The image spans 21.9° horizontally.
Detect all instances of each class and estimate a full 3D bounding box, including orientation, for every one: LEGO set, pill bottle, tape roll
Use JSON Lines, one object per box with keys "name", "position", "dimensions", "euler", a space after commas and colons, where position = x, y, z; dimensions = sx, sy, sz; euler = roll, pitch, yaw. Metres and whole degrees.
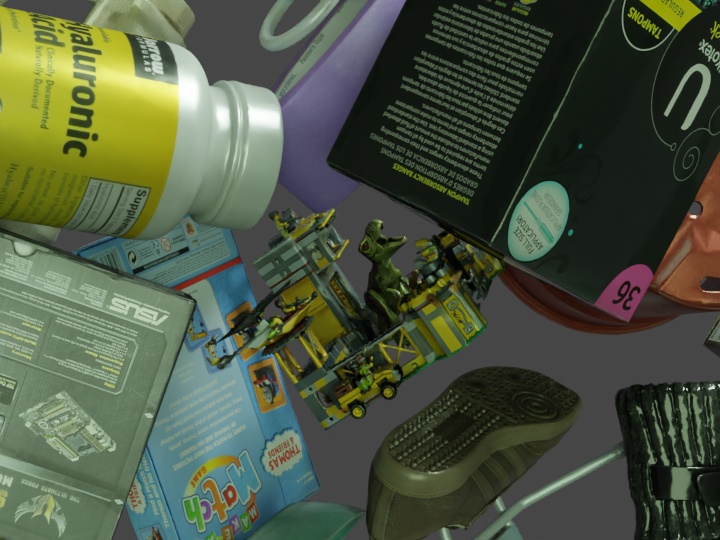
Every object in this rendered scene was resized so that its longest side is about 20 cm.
{"name": "LEGO set", "position": [0.000, 0.000, 1.123], "dimensions": [0.153, 0.200, 0.116], "euler": [-32, 98, 23]}
{"name": "pill bottle", "position": [-0.148, -0.076, 1.009], "dimensions": [0.199, 0.111, 0.112], "euler": [9, 90, -26]}
{"name": "tape roll", "position": [0.013, -0.131, 1.110], "dimensions": [0.066, 0.200, 0.200], "euler": [39, 84, -11]}

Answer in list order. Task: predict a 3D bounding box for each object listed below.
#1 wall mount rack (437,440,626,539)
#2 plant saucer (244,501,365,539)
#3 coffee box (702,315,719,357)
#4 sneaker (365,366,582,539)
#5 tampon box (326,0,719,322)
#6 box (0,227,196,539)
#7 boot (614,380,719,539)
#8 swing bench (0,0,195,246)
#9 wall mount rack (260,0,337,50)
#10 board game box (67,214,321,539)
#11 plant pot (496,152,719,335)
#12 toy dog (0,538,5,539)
{"name": "wall mount rack", "position": [0.138, 0.206, 1.216], "dimensions": [0.173, 0.074, 0.201], "euler": [-33, 100, -42]}
{"name": "plant saucer", "position": [-0.080, 0.201, 1.111], "dimensions": [0.200, 0.200, 0.036], "euler": [-43, 81, -7]}
{"name": "coffee box", "position": [0.315, 0.054, 1.176], "dimensions": [0.114, 0.200, 0.080], "euler": [35, 86, -10]}
{"name": "sneaker", "position": [0.065, 0.119, 1.170], "dimensions": [0.070, 0.199, 0.076], "euler": [33, 120, 28]}
{"name": "tampon box", "position": [0.108, -0.101, 0.977], "dimensions": [0.150, 0.126, 0.201], "euler": [24, 94, -50]}
{"name": "box", "position": [-0.208, 0.057, 1.022], "dimensions": [0.199, 0.048, 0.159], "euler": [19, 92, -8]}
{"name": "boot", "position": [0.262, 0.151, 1.227], "dimensions": [0.210, 0.079, 0.159], "euler": [7, 74, -32]}
{"name": "swing bench", "position": [-0.226, -0.120, 1.100], "dimensions": [0.199, 0.130, 0.200], "euler": [32, 85, -11]}
{"name": "wall mount rack", "position": [-0.027, -0.229, 1.112], "dimensions": [0.075, 0.173, 0.200], "euler": [45, 74, -28]}
{"name": "board game box", "position": [-0.104, 0.068, 1.129], "dimensions": [0.036, 0.151, 0.201], "euler": [-17, 96, 32]}
{"name": "plant pot", "position": [0.187, -0.053, 1.150], "dimensions": [0.199, 0.195, 0.202], "euler": [0, 92, -11]}
{"name": "toy dog", "position": [-0.211, 0.158, 1.107], "dimensions": [0.193, 0.140, 0.201], "euler": [17, 85, -6]}
